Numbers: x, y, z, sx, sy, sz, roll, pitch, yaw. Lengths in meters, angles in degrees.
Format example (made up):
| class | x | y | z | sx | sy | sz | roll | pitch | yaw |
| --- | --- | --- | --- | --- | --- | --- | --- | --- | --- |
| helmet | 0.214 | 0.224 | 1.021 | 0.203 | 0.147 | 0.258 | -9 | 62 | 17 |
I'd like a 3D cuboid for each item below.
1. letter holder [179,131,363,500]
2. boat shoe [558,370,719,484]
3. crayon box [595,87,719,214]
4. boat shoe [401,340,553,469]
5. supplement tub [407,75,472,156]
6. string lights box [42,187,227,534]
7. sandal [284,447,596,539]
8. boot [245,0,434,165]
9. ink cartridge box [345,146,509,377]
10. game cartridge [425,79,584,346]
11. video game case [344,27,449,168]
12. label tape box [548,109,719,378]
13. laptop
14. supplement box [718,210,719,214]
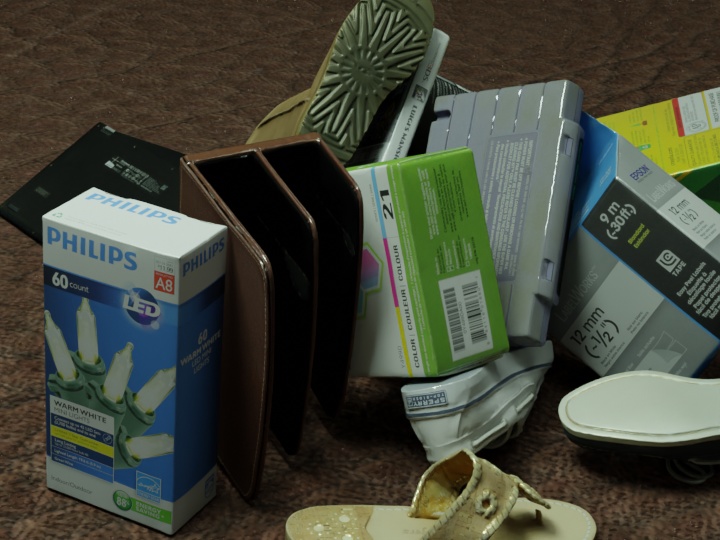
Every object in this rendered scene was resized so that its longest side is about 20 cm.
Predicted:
| class | x | y | z | sx | sy | sz | roll | pitch | yaw |
| --- | --- | --- | --- | --- | --- | --- | --- | --- | --- |
| letter holder | -0.052 | 0.034 | 1.045 | 0.101 | 0.200 | 0.142 | -12 | 40 | -24 |
| boat shoe | 0.240 | 0.109 | 1.116 | 0.200 | 0.062 | 0.075 | -7 | 44 | -4 |
| crayon box | 0.237 | -0.086 | 1.275 | 0.200 | 0.051 | 0.127 | -13 | 31 | 14 |
| boat shoe | 0.087 | 0.094 | 1.120 | 0.074 | 0.065 | 0.200 | -11 | 3 | 32 |
| supplement tub | 0.091 | -0.092 | 1.373 | 0.200 | 0.123 | 0.123 | 24 | 20 | -22 |
| string lights box | -0.145 | 0.058 | 1.002 | 0.103 | 0.200 | 0.059 | 16 | 29 | 22 |
| sandal | 0.058 | 0.149 | 1.001 | 0.212 | 0.070 | 0.078 | -2 | 28 | -14 |
| boot | -0.030 | -0.142 | 1.279 | 0.066 | 0.175 | 0.200 | 37 | -13 | -12 |
| ink cartridge box | 0.000 | 0.000 | 1.124 | 0.076 | 0.148 | 0.200 | -15 | 6 | -41 |
| game cartridge | 0.098 | -0.040 | 1.166 | 0.130 | 0.200 | 0.038 | -1 | -19 | 36 |
| video game case | -0.007 | -0.102 | 1.303 | 0.023 | 0.182 | 0.200 | 24 | -11 | -21 |
| label tape box | 0.192 | -0.006 | 1.174 | 0.200 | 0.143 | 0.066 | 40 | 37 | 12 |
| laptop | -0.183 | -0.048 | 1.416 | 0.200 | 0.116 | 0.187 | -43 | 46 | -19 |
| supplement box | 0.318 | -0.013 | 1.265 | 0.109 | 0.110 | 0.200 | -31 | 31 | -13 |
